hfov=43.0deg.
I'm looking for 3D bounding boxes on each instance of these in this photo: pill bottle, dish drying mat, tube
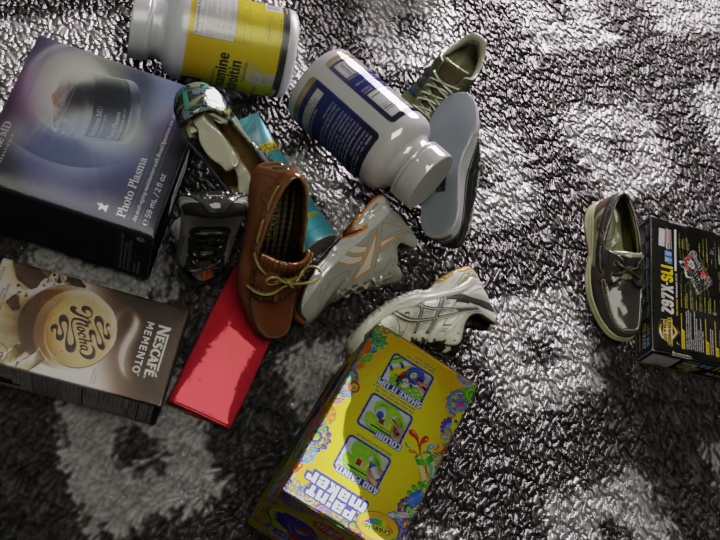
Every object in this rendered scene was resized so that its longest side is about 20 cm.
[{"bbox_3d":[-0.183,-0.286,1.135,0.199,0.112,0.112,8,65,-13],"label":"pill bottle"},{"bbox_3d":[0.015,-0.172,1.132,0.200,0.111,0.111,44,62,15],"label":"pill bottle"},{"bbox_3d":[-0.143,0.078,1.043,0.077,0.018,0.200,26,63,-6],"label":"dish drying mat"},{"bbox_3d":[-0.105,-0.105,1.122,0.077,0.050,0.200,-27,73,-31],"label":"tube"}]

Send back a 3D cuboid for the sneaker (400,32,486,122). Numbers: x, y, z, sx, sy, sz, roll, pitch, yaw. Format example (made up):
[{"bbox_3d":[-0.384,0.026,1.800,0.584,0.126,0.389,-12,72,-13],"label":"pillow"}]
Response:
[{"bbox_3d":[0.103,-0.245,1.218,0.067,0.090,0.200,39,62,1],"label":"sneaker"}]

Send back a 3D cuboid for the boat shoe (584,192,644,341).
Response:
[{"bbox_3d":[0.339,-0.010,1.203,0.072,0.066,0.202,6,66,-15],"label":"boat shoe"}]

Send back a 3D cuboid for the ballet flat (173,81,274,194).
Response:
[{"bbox_3d":[-0.139,-0.115,1.008,0.200,0.074,0.074,50,55,-34],"label":"ballet flat"}]

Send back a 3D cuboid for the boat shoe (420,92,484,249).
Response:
[{"bbox_3d":[0.125,-0.127,1.176,0.068,0.073,0.200,27,62,-56],"label":"boat shoe"}]

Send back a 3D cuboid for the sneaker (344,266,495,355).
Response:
[{"bbox_3d":[0.078,0.068,1.083,0.200,0.076,0.088,-25,76,-24],"label":"sneaker"}]

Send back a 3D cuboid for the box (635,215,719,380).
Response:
[{"bbox_3d":[0.450,0.039,1.227,0.159,0.049,0.201,12,65,-9],"label":"box"}]

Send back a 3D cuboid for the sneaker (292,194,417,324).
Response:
[{"bbox_3d":[0.000,0.000,1.092,0.092,0.076,0.200,41,63,-2],"label":"sneaker"}]

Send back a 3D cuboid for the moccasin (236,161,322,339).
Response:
[{"bbox_3d":[-0.087,-0.016,0.997,0.073,0.202,0.078,-3,24,-36],"label":"moccasin"}]

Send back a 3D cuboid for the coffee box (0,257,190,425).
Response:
[{"bbox_3d":[-0.293,0.076,0.960,0.199,0.080,0.113,16,63,-10],"label":"coffee box"}]

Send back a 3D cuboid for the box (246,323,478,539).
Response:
[{"bbox_3d":[-0.003,0.191,0.933,0.122,0.200,0.193,32,61,-2],"label":"box"}]

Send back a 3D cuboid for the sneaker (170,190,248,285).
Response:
[{"bbox_3d":[-0.163,-0.036,0.987,0.074,0.200,0.080,0,76,-16],"label":"sneaker"}]

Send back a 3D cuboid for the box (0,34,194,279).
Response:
[{"bbox_3d":[-0.300,-0.125,1.024,0.198,0.123,0.201,17,63,-8],"label":"box"}]
